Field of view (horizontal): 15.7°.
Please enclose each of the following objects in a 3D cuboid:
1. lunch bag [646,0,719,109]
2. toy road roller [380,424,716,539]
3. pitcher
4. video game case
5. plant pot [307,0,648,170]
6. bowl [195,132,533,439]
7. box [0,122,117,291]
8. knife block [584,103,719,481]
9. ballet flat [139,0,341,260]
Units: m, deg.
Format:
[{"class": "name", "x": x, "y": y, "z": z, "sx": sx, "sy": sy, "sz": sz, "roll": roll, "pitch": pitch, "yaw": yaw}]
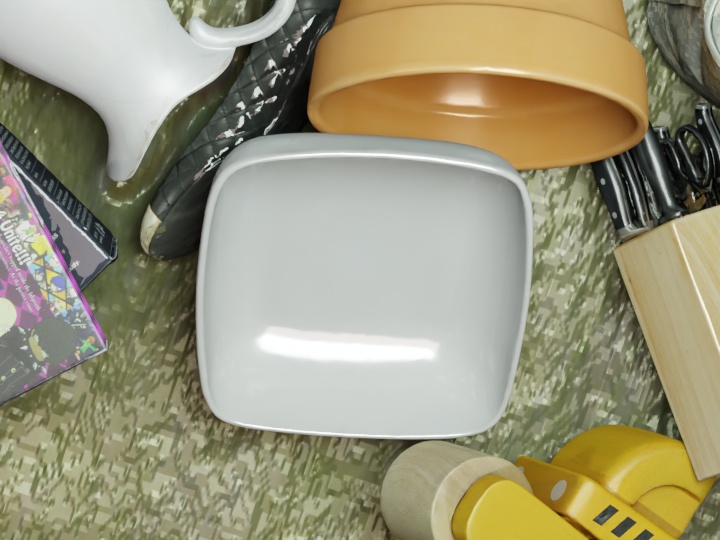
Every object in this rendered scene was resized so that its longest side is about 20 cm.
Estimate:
[{"class": "lunch bag", "x": 0.264, "y": -0.138, "z": 1.549, "sx": 0.167, "sy": 0.200, "sz": 0.140, "roll": 19, "pitch": 96, "yaw": -8}, {"class": "toy road roller", "x": 0.127, "y": 0.146, "z": 1.613, "sx": 0.200, "sy": 0.123, "sz": 0.146, "roll": 36, "pitch": 80, "yaw": -22}, {"class": "pitcher", "x": -0.153, "y": -0.179, "z": 1.549, "sx": 0.171, "sy": 0.121, "sz": 0.200, "roll": -41, "pitch": 107, "yaw": 8}, {"class": "video game case", "x": -0.270, "y": -0.001, "z": 1.500, "sx": 0.181, "sy": 0.036, "sz": 0.200, "roll": -28, "pitch": 99, "yaw": -1}, {"class": "plant pot", "x": 0.073, "y": -0.152, "z": 1.542, "sx": 0.199, "sy": 0.200, "sz": 0.141, "roll": 6, "pitch": 77, "yaw": -5}, {"class": "bowl", "x": 0.000, "y": 0.000, "z": 1.586, "sx": 0.199, "sy": 0.075, "sz": 0.201, "roll": 2, "pitch": 122, "yaw": -4}, {"class": "box", "x": -0.266, "y": -0.032, "z": 1.567, "sx": 0.148, "sy": 0.104, "sz": 0.200, "roll": -43, "pitch": 98, "yaw": 2}, {"class": "knife block", "x": 0.196, "y": 0.002, "z": 1.589, "sx": 0.175, "sy": 0.064, "sz": 0.200, "roll": 32, "pitch": 61, "yaw": -18}, {"class": "ballet flat", "x": -0.072, "y": -0.091, "z": 1.609, "sx": 0.057, "sy": 0.066, "sz": 0.200, "roll": 38, "pitch": 93, "yaw": 31}]
